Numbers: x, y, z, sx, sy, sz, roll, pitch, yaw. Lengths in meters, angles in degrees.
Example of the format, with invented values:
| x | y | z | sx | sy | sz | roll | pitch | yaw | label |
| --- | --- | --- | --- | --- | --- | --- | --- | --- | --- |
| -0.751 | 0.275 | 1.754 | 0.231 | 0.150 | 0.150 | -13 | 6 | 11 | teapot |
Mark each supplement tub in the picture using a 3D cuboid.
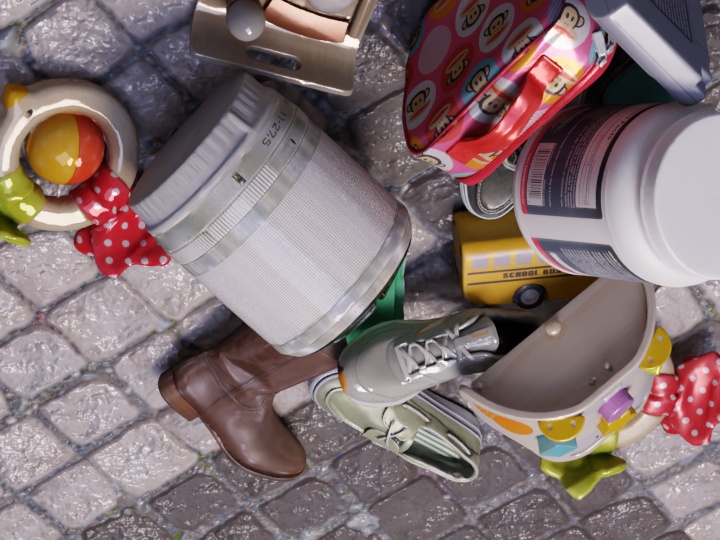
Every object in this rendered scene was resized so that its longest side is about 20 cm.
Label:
| x | y | z | sx | sy | sz | roll | pitch | yaw | label |
| --- | --- | --- | --- | --- | --- | --- | --- | --- | --- |
| 0.223 | -0.061 | 1.442 | 0.139 | 0.200 | 0.142 | -2 | 95 | -26 | supplement tub |

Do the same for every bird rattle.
| x | y | z | sx | sy | sz | roll | pitch | yaw | label |
| --- | --- | --- | --- | --- | --- | --- | --- | --- | --- |
| 0.252 | 0.122 | 1.761 | 0.199 | 0.113 | 0.164 | -28 | 112 | 11 | bird rattle |
| -0.242 | -0.076 | 1.523 | 0.198 | 0.113 | 0.164 | 6 | 113 | -18 | bird rattle |

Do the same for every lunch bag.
| x | y | z | sx | sy | sz | roll | pitch | yaw | label |
| --- | --- | --- | --- | --- | --- | --- | --- | --- | --- |
| 0.114 | -0.167 | 1.437 | 0.082 | 0.177 | 0.200 | 28 | 130 | -26 | lunch bag |

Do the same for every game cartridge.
| x | y | z | sx | sy | sz | roll | pitch | yaw | label |
| --- | --- | --- | --- | --- | --- | --- | --- | --- | --- |
| 0.210 | -0.231 | 1.395 | 0.041 | 0.201 | 0.133 | -27 | 130 | 28 | game cartridge |

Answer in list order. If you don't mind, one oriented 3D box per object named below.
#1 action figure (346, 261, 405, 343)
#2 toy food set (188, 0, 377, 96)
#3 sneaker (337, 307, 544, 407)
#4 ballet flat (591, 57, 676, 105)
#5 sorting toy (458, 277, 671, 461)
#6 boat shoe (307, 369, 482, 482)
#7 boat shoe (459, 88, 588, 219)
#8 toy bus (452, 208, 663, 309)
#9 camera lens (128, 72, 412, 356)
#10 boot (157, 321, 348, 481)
| x | y | z | sx | sy | sz | roll | pitch | yaw | label |
| --- | --- | --- | --- | --- | --- | --- | --- | --- | --- |
| 0.000 | 0.000 | 1.651 | 0.117 | 0.055 | 0.201 | 2 | 133 | -8 | action figure |
| -0.039 | -0.237 | 1.440 | 0.142 | 0.061 | 0.201 | 12 | 128 | -18 | toy food set |
| 0.075 | 0.066 | 1.632 | 0.199 | 0.076 | 0.092 | -15 | 173 | -25 | sneaker |
| 0.226 | -0.130 | 1.575 | 0.070 | 0.065 | 0.200 | 44 | 120 | 0 | ballet flat |
| 0.208 | 0.106 | 1.642 | 0.200 | 0.107 | 0.180 | -39 | 152 | -4 | sorting toy |
| 0.040 | 0.144 | 1.773 | 0.199 | 0.062 | 0.072 | 23 | 123 | -25 | boat shoe |
| 0.137 | -0.115 | 1.564 | 0.071 | 0.071 | 0.201 | 9 | 128 | -16 | boat shoe |
| 0.185 | -0.019 | 1.659 | 0.198 | 0.065 | 0.079 | -6 | 129 | -3 | toy bus |
| -0.069 | -0.041 | 1.504 | 0.200 | 0.160 | 0.160 | 42 | 115 | -15 | camera lens |
| -0.062 | 0.109 | 1.698 | 0.186 | 0.065 | 0.199 | 35 | 131 | -29 | boot |
